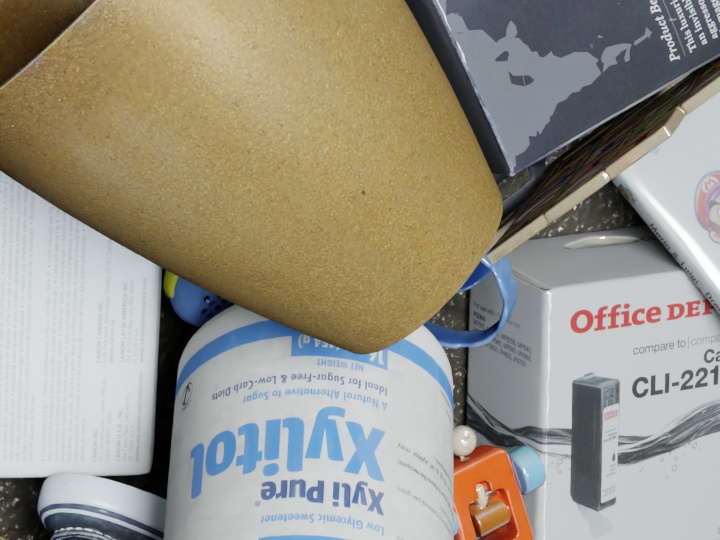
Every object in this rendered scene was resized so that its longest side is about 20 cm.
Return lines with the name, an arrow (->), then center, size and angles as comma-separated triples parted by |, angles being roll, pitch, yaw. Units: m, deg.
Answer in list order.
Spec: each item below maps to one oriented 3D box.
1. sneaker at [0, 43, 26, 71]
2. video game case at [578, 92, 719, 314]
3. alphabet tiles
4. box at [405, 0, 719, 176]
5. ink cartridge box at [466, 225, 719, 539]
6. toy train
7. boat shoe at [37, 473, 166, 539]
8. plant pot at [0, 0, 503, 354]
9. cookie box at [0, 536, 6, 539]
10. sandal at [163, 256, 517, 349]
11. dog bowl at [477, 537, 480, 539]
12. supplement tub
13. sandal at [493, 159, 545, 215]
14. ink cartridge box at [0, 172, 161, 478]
sneaker -> -0.228, -0.085, 1.071 | 0.199, 0.079, 0.090 | 14, 104, -22
video game case -> 0.231, -0.073, 1.260 | 0.200, 0.024, 0.182 | -38, 85, -13
alphabet tiles -> 0.118, -0.059, 1.126 | 0.167, 0.200, 0.008 | -36, 94, 23
box -> 0.085, -0.142, 1.130 | 0.197, 0.200, 0.124 | -29, 104, -15
ink cartridge box -> 0.135, 0.086, 1.298 | 0.143, 0.084, 0.202 | -7, 106, -26
toy train -> 0.014, 0.173, 1.212 | 0.199, 0.055, 0.151 | -30, 107, -25
boat shoe -> -0.093, 0.181, 1.182 | 0.200, 0.070, 0.091 | 48, 48, -39
plant pot -> -0.040, -0.065, 1.008 | 0.200, 0.186, 0.187 | 42, 83, -19
cookie box -> -0.132, 0.247, 1.153 | 0.075, 0.171, 0.201 | -30, 116, -20
sandal -> 0.000, 0.000, 1.182 | 0.199, 0.087, 0.080 | -7, 132, -32
dog bowl -> -0.007, 0.104, 1.248 | 0.111, 0.050, 0.201 | -36, 118, -15
supplement tub -> -0.023, 0.122, 1.088 | 0.131, 0.201, 0.132 | 0, 142, 0
sandal -> 0.056, -0.041, 1.158 | 0.200, 0.076, 0.043 | -31, 107, -40
ink cartridge box -> -0.192, 0.015, 1.140 | 0.198, 0.050, 0.164 | 1, 105, -10
